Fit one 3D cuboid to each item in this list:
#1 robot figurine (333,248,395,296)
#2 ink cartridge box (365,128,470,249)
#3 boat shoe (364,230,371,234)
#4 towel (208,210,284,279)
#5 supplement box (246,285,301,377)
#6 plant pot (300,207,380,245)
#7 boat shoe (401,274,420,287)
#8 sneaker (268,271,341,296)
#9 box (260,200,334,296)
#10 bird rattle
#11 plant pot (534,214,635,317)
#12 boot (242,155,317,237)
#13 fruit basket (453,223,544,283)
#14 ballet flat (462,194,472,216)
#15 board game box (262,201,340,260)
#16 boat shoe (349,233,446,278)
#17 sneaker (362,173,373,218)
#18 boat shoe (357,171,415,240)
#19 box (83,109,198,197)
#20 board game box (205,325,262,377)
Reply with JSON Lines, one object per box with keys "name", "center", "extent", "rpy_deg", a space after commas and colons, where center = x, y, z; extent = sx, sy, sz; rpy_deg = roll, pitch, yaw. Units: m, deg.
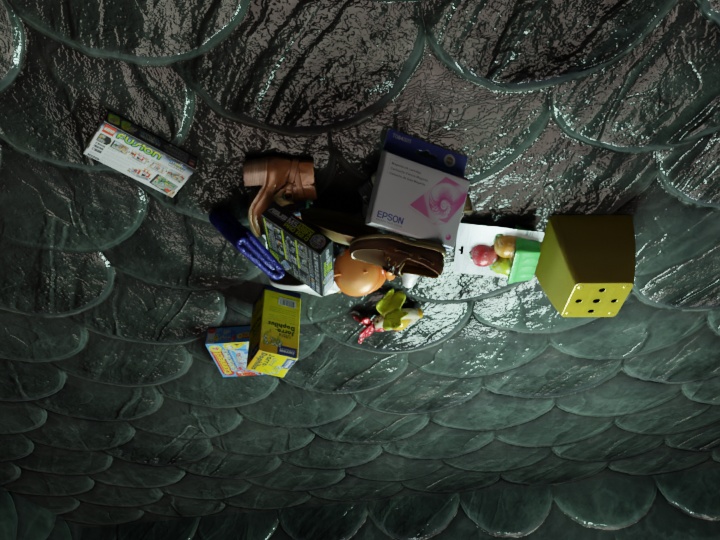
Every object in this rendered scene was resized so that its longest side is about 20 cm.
{"name": "robot figurine", "center": [0.002, -0.001, 1.499], "extent": [0.143, 0.200, 0.117], "rpy_deg": [39, 102, 8]}
{"name": "ink cartridge box", "center": [0.123, -0.165, 1.285], "extent": [0.194, 0.202, 0.043], "rpy_deg": [14, 178, -20]}
{"name": "boat shoe", "center": [0.086, -0.065, 1.497], "extent": [0.198, 0.074, 0.068], "rpy_deg": [21, 121, -34]}
{"name": "towel", "center": [-0.250, -0.062, 1.415], "extent": [0.050, 0.200, 0.148], "rpy_deg": [-49, 127, -3]}
{"name": "supplement box", "center": [-0.229, 0.161, 1.681], "extent": [0.108, 0.202, 0.109], "rpy_deg": [16, 139, -21]}
{"name": "plant pot", "center": [-0.037, -0.091, 1.378], "extent": [0.198, 0.200, 0.028], "rpy_deg": [12, 107, -15]}
{"name": "boat shoe", "center": [0.134, -0.029, 1.455], "extent": [0.070, 0.200, 0.070], "rpy_deg": [17, 126, 21]}
{"name": "sneaker", "center": [-0.136, 0.038, 1.629], "extent": [0.197, 0.073, 0.085], "rpy_deg": [2, 140, -6]}
{"name": "box", "center": [-0.132, -0.042, 1.370], "extent": [0.159, 0.044, 0.201], "rpy_deg": [34, 157, 15]}
{"name": "bird rattle", "center": [0.083, 0.144, 1.755], "extent": [0.161, 0.114, 0.200], "rpy_deg": [2, 148, -31]}
{"name": "plant pot", "center": [0.540, 0.001, 1.511], "extent": [0.197, 0.178, 0.201], "rpy_deg": [1, 142, -1]}
{"name": "boot", "center": [-0.170, -0.159, 1.377], "extent": [0.153, 0.077, 0.202], "rpy_deg": [-3, 126, -6]}
{"name": "fruit basket", "center": [0.330, -0.048, 1.537], "extent": [0.198, 0.094, 0.186], "rpy_deg": [10, 143, 12]}
{"name": "ballet flat", "center": [0.165, -0.103, 1.421], "extent": [0.199, 0.068, 0.073], "rpy_deg": [-32, 95, 9]}
{"name": "board game box", "center": [-0.147, -0.076, 1.514], "extent": [0.134, 0.035, 0.200], "rpy_deg": [-15, 140, 17]}
{"name": "boat shoe", "center": [0.074, -0.026, 1.278], "extent": [0.197, 0.068, 0.072], "rpy_deg": [7, 149, 1]}
{"name": "sneaker", "center": [0.101, -0.136, 1.386], "extent": [0.199, 0.068, 0.109], "rpy_deg": [13, 125, 1]}
{"name": "boat shoe", "center": [0.058, -0.106, 1.330], "extent": [0.066, 0.075, 0.200], "rpy_deg": [-24, 113, 26]}
{"name": "box", "center": [-0.449, -0.235, 1.305], "extent": [0.199, 0.035, 0.110], "rpy_deg": [28, 134, -31]}
{"name": "board game box", "center": [-0.340, 0.243, 1.902], "extent": [0.193, 0.056, 0.201], "rpy_deg": [-5, 142, 4]}
